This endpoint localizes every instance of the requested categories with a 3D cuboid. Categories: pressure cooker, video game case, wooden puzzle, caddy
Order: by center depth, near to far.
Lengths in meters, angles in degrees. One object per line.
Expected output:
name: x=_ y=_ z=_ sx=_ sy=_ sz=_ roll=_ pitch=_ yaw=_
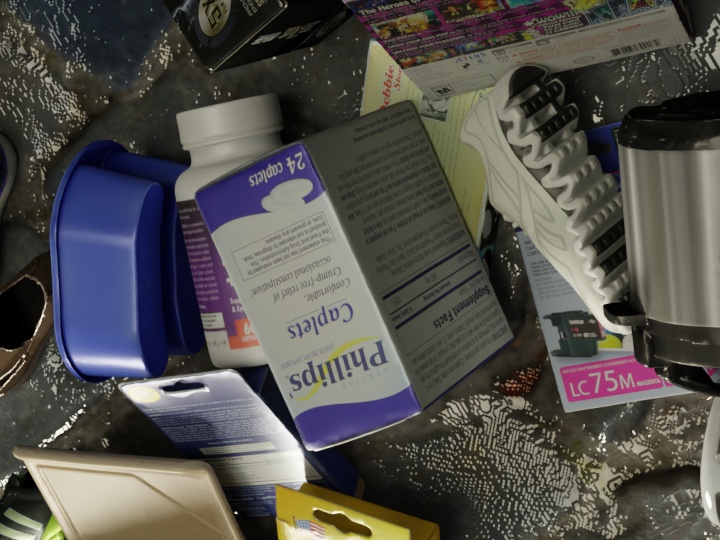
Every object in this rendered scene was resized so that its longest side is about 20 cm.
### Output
pressure cooker: x=0.263 y=-0.015 z=1.139 sx=0.175 sy=0.178 sz=0.202 roll=4 pitch=105 yaw=39
video game case: x=0.109 y=-0.179 z=1.156 sx=0.198 sy=0.181 sz=0.036 roll=-11 pitch=71 yaw=19
caddy: x=-0.195 y=-0.005 z=1.411 sx=0.104 sy=0.141 sz=0.202 roll=6 pitch=106 yaw=22
wooden puzzle: x=-0.180 y=0.211 z=1.470 sx=0.183 sy=0.037 sz=0.201 roll=2 pitch=138 yaw=24

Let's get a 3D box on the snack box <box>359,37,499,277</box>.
snack box: x=0.051 y=-0.070 z=1.317 sx=0.115 sy=0.037 sz=0.202 roll=17 pitch=111 yaw=23

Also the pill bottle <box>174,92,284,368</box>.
pill bottle: x=-0.084 y=-0.032 z=1.355 sx=0.110 sy=0.111 sz=0.202 roll=-10 pitch=95 yaw=30

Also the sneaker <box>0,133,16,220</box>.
sneaker: x=-0.380 y=-0.026 z=1.500 sx=0.080 sy=0.146 sz=0.202 roll=29 pitch=115 yaw=18

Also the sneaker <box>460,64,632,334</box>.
sneaker: x=0.141 y=-0.043 z=1.219 sx=0.081 sy=0.075 sz=0.201 roll=-31 pitch=87 yaw=46

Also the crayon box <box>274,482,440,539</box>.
crayon box: x=0.002 y=0.252 z=1.393 sx=0.126 sy=0.051 sz=0.202 roll=15 pitch=129 yaw=24

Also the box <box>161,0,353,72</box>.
box: x=-0.095 y=-0.261 z=1.271 sx=0.086 sy=0.163 sz=0.201 roll=-35 pitch=87 yaw=31

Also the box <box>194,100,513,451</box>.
box: x=0.000 y=0.000 z=1.234 sx=0.104 sy=0.184 sz=0.202 roll=-23 pitch=93 yaw=29

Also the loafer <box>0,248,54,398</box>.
loafer: x=-0.316 y=0.050 z=1.531 sx=0.073 sy=0.071 sz=0.200 roll=47 pitch=120 yaw=10

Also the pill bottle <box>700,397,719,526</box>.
pill bottle: x=0.340 y=0.136 z=1.172 sx=0.198 sy=0.112 sz=0.113 roll=9 pitch=108 yaw=26

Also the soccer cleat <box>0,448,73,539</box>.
soccer cleat: x=-0.313 y=0.235 z=1.590 sx=0.199 sy=0.067 sz=0.082 roll=-36 pitch=77 yaw=25

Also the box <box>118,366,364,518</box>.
box: x=-0.094 y=0.132 z=1.391 sx=0.120 sy=0.033 sz=0.200 roll=-8 pitch=139 yaw=30

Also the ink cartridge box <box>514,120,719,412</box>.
ink cartridge box: x=0.181 y=-0.003 z=1.264 sx=0.118 sy=0.042 sz=0.202 roll=-12 pitch=96 yaw=30
